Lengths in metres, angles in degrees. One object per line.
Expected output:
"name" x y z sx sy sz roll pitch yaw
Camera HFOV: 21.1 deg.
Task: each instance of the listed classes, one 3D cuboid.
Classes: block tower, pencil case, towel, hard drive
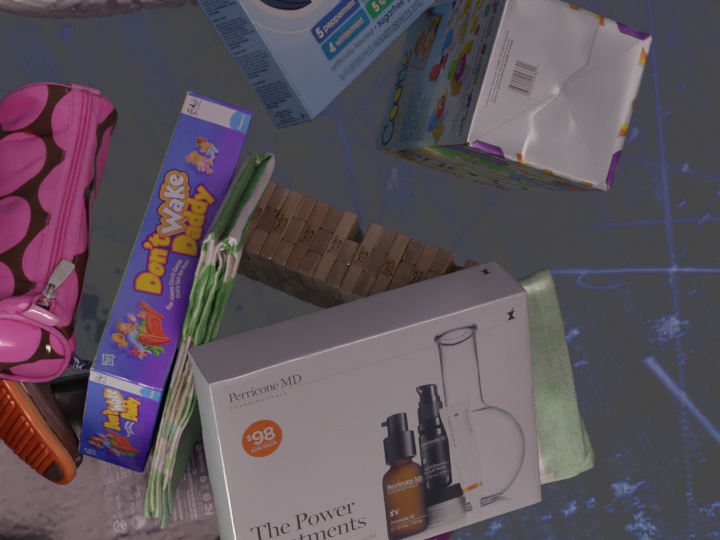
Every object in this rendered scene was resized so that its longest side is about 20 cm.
"block tower" 0.000 0.000 1.277 0.199 0.058 0.054 21 69 18
"pencil case" -0.200 -0.029 1.208 0.090 0.094 0.201 15 54 -19
"towel" -0.093 0.039 1.190 0.023 0.153 0.201 15 115 0
"hard drive" -0.172 0.139 1.304 0.198 0.033 0.141 -9 96 -15
"towel" 0.046 0.102 1.220 0.199 0.023 0.154 -22 120 -10

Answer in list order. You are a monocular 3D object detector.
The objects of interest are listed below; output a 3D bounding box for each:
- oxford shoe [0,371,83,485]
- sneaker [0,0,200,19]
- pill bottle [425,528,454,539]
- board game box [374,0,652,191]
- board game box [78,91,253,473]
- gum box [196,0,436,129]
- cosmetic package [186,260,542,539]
"oxford shoe" -0.225 0.043 1.248 0.073 0.071 0.201 -29 85 -32
"sneaker" -0.158 -0.229 1.271 0.198 0.077 0.113 -9 92 -26
"pill bottle" 0.037 0.111 1.321 0.112 0.112 0.201 30 86 -15
"board game box" 0.096 -0.115 1.276 0.102 0.200 0.106 17 88 -16
"board game box" -0.123 0.008 1.216 0.044 0.135 0.201 17 61 -3
"gum box" -0.045 -0.225 1.267 0.170 0.044 0.201 -47 114 -33
"cosmetic package" 0.006 0.093 1.149 0.198 0.052 0.152 -16 117 -15
